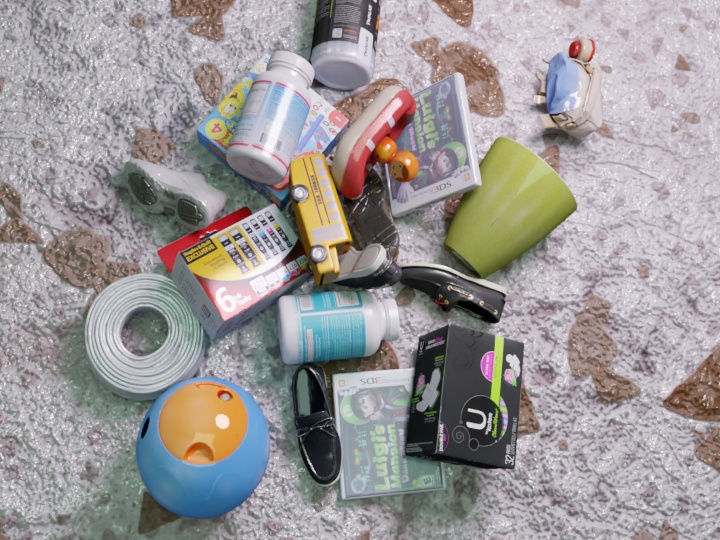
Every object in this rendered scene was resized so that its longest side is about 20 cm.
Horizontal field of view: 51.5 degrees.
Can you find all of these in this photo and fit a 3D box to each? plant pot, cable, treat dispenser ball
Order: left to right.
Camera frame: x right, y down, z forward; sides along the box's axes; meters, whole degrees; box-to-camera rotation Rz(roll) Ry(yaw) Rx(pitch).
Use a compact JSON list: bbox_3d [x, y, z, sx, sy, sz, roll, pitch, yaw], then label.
[{"bbox_3d":[-0.348,0.106,1.208,0.195,0.069,0.205,0,76,-8],"label":"cable"},{"bbox_3d":[-0.233,0.263,1.117,0.196,0.201,0.206,2,76,-8],"label":"treat dispenser ball"},{"bbox_3d":[0.241,-0.092,1.301,0.187,0.187,0.201,42,88,4],"label":"plant pot"}]

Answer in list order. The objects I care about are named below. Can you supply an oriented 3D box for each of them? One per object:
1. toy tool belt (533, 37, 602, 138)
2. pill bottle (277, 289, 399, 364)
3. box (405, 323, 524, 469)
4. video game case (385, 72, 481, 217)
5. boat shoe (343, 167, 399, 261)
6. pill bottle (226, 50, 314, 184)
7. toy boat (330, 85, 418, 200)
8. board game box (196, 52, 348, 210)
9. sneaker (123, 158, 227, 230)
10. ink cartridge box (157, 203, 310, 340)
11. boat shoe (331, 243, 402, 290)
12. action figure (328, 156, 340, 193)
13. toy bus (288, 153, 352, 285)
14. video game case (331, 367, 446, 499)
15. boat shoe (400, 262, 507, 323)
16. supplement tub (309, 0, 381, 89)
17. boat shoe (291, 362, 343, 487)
[{"bbox_3d":[0.385,-0.353,1.405,0.120,0.125,0.205,6,74,-15],"label":"toy tool belt"},{"bbox_3d":[-0.037,0.091,1.236,0.195,0.111,0.114,-4,76,-9],"label":"pill bottle"},{"bbox_3d":[0.170,0.209,1.216,0.145,0.124,0.205,14,72,-17],"label":"box"},{"bbox_3d":[0.116,-0.217,1.310,0.023,0.179,0.205,9,69,-50],"label":"video game case"},{"bbox_3d":[0.020,-0.091,1.311,0.074,0.074,0.203,-16,59,3],"label":"boat shoe"},{"bbox_3d":[-0.145,-0.257,1.249,0.106,0.109,0.204,19,74,-3],"label":"pill bottle"},{"bbox_3d":[0.041,-0.198,1.257,0.130,0.131,0.201,39,81,6],"label":"toy boat"},{"bbox_3d":[-0.154,-0.248,1.332,0.199,0.056,0.197,38,74,2],"label":"board game box"},{"bbox_3d":[-0.314,-0.138,1.281,0.197,0.079,0.099,29,36,14],"label":"sneaker"},{"bbox_3d":[-0.203,-0.018,1.222,0.198,0.084,0.177,-32,82,-36],"label":"ink cartridge box"},{"bbox_3d":[0.000,0.000,1.231,0.060,0.199,0.075,40,66,-21],"label":"boat shoe"},{"bbox_3d":[-0.062,-0.095,1.305,0.051,0.065,0.205,12,72,-28],"label":"action figure"},{"bbox_3d":[-0.068,-0.083,1.221,0.077,0.065,0.204,-14,72,-14],"label":"toy bus"},{"bbox_3d":[0.047,0.269,1.250,0.177,0.023,0.205,-3,77,-9],"label":"video game case"},{"bbox_3d":[0.157,0.037,1.297,0.197,0.074,0.064,18,71,-5],"label":"boat shoe"},{"bbox_3d":[-0.025,-0.448,1.366,0.119,0.123,0.205,8,76,-6],"label":"supplement tub"},{"bbox_3d":[-0.074,0.247,1.210,0.073,0.062,0.205,-12,76,7],"label":"boat shoe"}]
